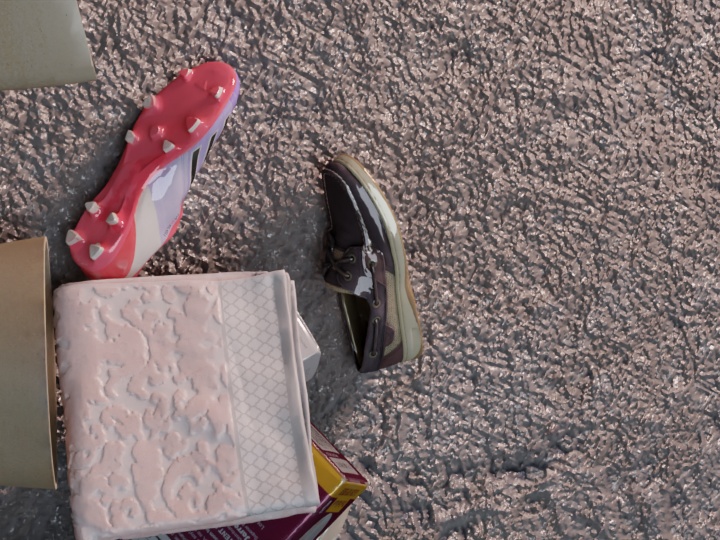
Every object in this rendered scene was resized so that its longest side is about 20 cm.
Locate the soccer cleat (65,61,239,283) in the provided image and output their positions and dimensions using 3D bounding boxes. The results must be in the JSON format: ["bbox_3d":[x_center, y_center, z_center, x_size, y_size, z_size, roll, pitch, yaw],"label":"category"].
[{"bbox_3d":[-0.157,-0.075,1.261,0.201,0.066,0.076,-57,149,-7],"label":"soccer cleat"}]

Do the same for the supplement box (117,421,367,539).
[{"bbox_3d":[-0.103,0.208,1.296,0.200,0.131,0.103,-45,78,0],"label":"supplement box"}]

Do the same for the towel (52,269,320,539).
[{"bbox_3d":[-0.134,0.099,1.214,0.189,0.032,0.202,-6,73,-9],"label":"towel"}]

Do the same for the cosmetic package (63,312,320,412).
[{"bbox_3d":[-0.135,0.099,1.282,0.199,0.102,0.074,-32,78,-14],"label":"cosmetic package"}]

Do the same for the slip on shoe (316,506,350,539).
[{"bbox_3d":[-0.080,0.245,1.383,0.060,0.076,0.200,37,94,-19],"label":"slip on shoe"}]

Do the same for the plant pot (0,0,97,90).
[{"bbox_3d":[-0.296,-0.221,1.079,0.176,0.200,0.201,-16,112,-8],"label":"plant pot"}]

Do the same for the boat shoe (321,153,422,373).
[{"bbox_3d":[0.000,0.000,1.346,0.065,0.072,0.201,-28,121,-21],"label":"boat shoe"}]

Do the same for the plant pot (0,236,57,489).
[{"bbox_3d":[-0.327,0.072,1.163,0.198,0.187,0.189,-2,106,-10],"label":"plant pot"}]
